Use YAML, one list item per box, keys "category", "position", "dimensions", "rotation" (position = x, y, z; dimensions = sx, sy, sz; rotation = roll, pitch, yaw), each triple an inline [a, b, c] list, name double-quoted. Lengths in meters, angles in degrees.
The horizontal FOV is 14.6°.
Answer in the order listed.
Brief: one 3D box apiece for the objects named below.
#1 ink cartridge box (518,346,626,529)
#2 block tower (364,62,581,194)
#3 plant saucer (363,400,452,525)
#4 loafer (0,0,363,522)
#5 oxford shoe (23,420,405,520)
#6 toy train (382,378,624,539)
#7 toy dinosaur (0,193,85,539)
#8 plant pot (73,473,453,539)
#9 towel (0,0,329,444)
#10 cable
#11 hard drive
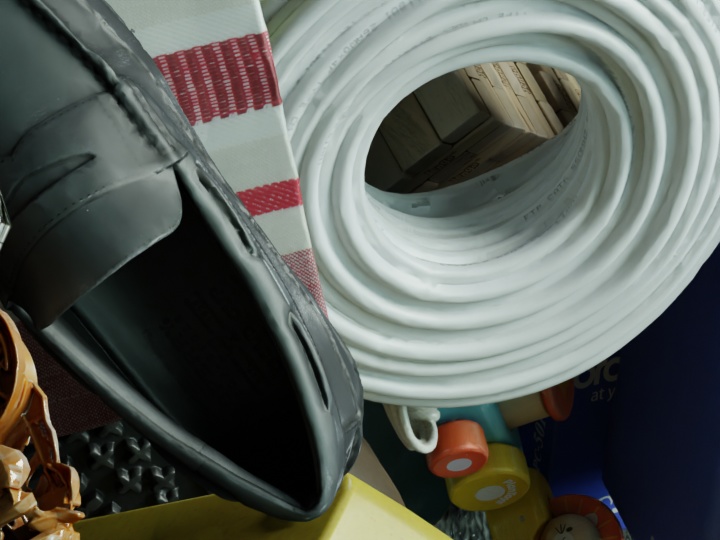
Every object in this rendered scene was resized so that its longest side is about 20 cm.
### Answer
- category: "ink cartridge box"
  position: [0.146, 0.044, 1.137]
  dimensions: [0.199, 0.044, 0.094]
  rotation: [-11, 121, -30]
- category: "block tower"
  position: [0.049, -0.051, 1.027]
  dimensions: [0.200, 0.054, 0.058]
  rotation: [12, 46, -61]
- category: "plant saucer"
  position: [0.000, 0.000, 1.033]
  dimensions: [0.200, 0.027, 0.201]
  rotation: [8, 81, -62]
- category: "loafer"
  position: [-0.068, -0.017, 0.717]
  dimensions: [0.201, 0.068, 0.070]
  rotation: [50, 7, -19]
- category: "oxford shoe"
  position: [-0.058, 0.051, 0.886]
  dimensions: [0.200, 0.073, 0.085]
  rotation: [40, 18, -43]
- category: "toy train"
  position: [0.066, 0.100, 1.004]
  dimensions: [0.150, 0.055, 0.201]
  rotation: [-81, 152, -70]
- category: "toy dinosaur"
  position: [-0.124, 0.037, 0.658]
  dimensions: [0.102, 0.136, 0.200]
  rotation: [35, 14, -40]
- category: "plant pot"
  position: [-0.035, 0.172, 0.788]
  dimensions: [0.177, 0.199, 0.200]
  rotation: [57, 38, -25]
- category: "towel"
  position: [-0.094, -0.051, 0.752]
  dimensions: [0.023, 0.144, 0.201]
  rotation: [-128, -155, -70]
- category: "cable"
  position: [0.035, -0.048, 0.887]
  dimensions: [0.200, 0.200, 0.069]
  rotation: [29, 22, -33]
- category: "hard drive"
  position: [0.125, 0.015, 0.991]
  dimensions: [0.132, 0.025, 0.201]
  rotation: [-113, -154, -63]
